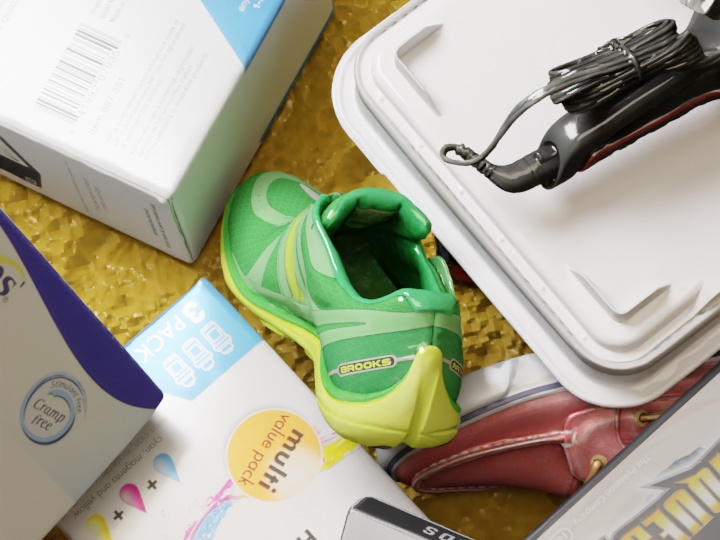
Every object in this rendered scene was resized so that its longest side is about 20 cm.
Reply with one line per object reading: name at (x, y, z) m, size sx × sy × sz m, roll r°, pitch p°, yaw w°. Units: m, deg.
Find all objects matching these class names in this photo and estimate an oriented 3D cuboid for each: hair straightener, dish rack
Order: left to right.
dish rack at (0.103, -0.063, 0.963) m, size 0.171 × 0.044 × 0.200 m, roll -37°, pitch 73°, yaw -10°
hair straightener at (0.120, -0.090, 0.909) m, size 0.199 × 0.077 × 0.041 m, roll -25°, pitch 56°, yaw -3°

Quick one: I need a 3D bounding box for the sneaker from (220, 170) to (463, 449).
sneaker at (0.000, 0.000, 0.971) m, size 0.074 × 0.200 × 0.084 m, roll 5°, pitch 112°, yaw -25°

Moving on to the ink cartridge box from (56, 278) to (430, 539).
ink cartridge box at (-0.038, 0.117, 0.976) m, size 0.115 × 0.068 × 0.200 m, roll -41°, pitch 73°, yaw -10°

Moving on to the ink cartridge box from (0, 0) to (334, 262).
ink cartridge box at (-0.132, -0.116, 1.054) m, size 0.199 × 0.084 × 0.146 m, roll 25°, pitch 73°, yaw 12°

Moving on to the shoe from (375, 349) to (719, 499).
shoe at (0.111, 0.081, 0.979) m, size 0.199 × 0.072 × 0.092 m, roll -13°, pitch 67°, yaw -5°

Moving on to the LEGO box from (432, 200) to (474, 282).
LEGO box at (0.122, -0.090, 1.034) m, size 0.148 × 0.077 × 0.201 m, roll 10°, pitch 71°, yaw 7°

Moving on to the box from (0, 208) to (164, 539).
box at (-0.207, 0.002, 0.930) m, size 0.200 × 0.184 × 0.105 m, roll 28°, pitch 72°, yaw 44°

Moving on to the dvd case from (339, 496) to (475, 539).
dvd case at (0.039, 0.205, 0.900) m, size 0.149 × 0.025 × 0.201 m, roll 21°, pitch 107°, yaw 17°

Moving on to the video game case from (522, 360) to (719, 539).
video game case at (0.178, 0.123, 0.919) m, size 0.200 × 0.026 × 0.181 m, roll -40°, pitch 76°, yaw -16°
